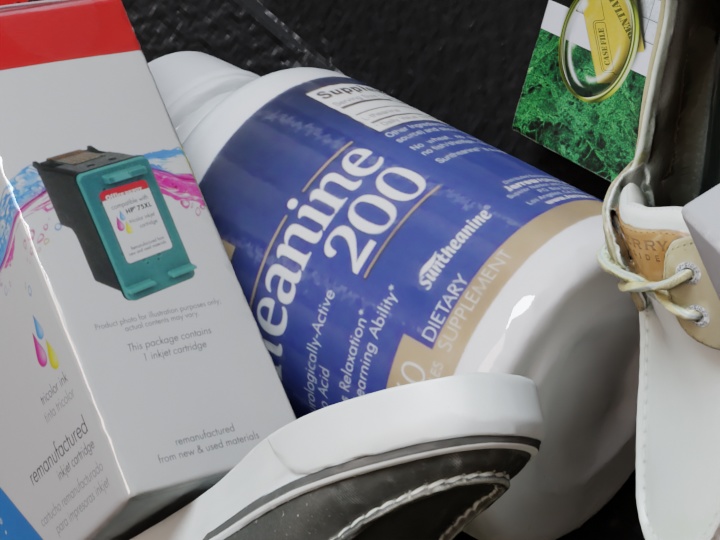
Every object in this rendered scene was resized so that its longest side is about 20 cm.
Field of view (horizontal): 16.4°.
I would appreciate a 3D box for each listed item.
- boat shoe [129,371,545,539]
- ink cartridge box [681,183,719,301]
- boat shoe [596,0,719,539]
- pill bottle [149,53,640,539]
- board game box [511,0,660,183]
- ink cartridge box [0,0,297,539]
[{"bbox_3d":[-0.018,0.092,0.719,0.200,0.071,0.064,-35,59,38],"label":"boat shoe"},{"bbox_3d":[0.204,-0.007,0.622,0.200,0.086,0.148,-29,32,-3],"label":"ink cartridge box"},{"bbox_3d":[0.102,-0.009,0.718,0.075,0.068,0.201,15,99,55],"label":"boat shoe"},{"bbox_3d":[0.000,0.000,0.828,0.200,0.111,0.111,29,99,35],"label":"pill bottle"},{"bbox_3d":[0.124,-0.061,0.772,0.200,0.023,0.105,32,114,52],"label":"board game box"},{"bbox_3d":[-0.103,-0.005,0.792,0.116,0.067,0.200,-44,65,50],"label":"ink cartridge box"}]
